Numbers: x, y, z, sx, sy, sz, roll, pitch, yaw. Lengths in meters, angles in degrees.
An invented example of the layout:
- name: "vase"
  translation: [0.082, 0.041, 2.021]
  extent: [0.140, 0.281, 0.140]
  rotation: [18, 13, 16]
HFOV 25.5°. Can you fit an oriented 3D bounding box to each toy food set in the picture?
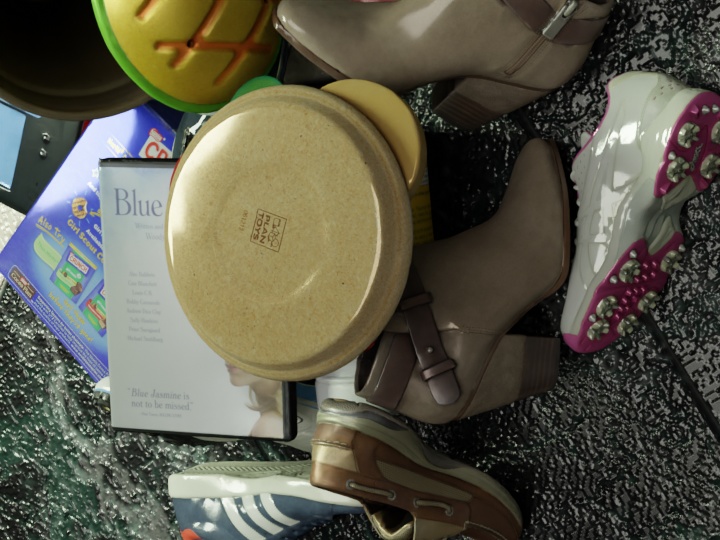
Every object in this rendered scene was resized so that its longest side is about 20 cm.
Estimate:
- name: "toy food set"
  translation: [-0.049, -0.028, 1.047]
  extent: [0.197, 0.049, 0.201]
  rotation: [2, 93, 30]

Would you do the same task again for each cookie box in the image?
- name: "cookie box"
  translation: [-0.166, -0.021, 1.246]
  extent: [0.171, 0.075, 0.200]
  rotation: [46, 115, 14]

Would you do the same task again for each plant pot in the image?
- name: "plant pot"
  translation: [-0.225, -0.233, 1.176]
  extent: [0.174, 0.199, 0.201]
  rotation: [47, 122, 57]

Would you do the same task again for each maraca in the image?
- name: "maraca"
  translation: [-0.125, -0.203, 1.071]
  extent: [0.107, 0.137, 0.201]
  rotation: [5, 127, 56]

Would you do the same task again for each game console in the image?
- name: "game console"
  translation: [-0.306, -0.151, 1.325]
  extent: [0.199, 0.031, 0.178]
  rotation: [26, 108, 22]

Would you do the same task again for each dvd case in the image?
- name: "dvd case"
  translation: [-0.115, 0.020, 1.129]
  extent: [0.142, 0.018, 0.201]
  rotation: [2, 101, 17]

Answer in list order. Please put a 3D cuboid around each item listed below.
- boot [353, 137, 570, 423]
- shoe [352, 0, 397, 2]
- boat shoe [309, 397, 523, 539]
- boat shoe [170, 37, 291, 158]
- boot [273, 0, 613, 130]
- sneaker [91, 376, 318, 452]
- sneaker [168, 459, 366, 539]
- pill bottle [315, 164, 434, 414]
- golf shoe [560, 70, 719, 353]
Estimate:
- name: "boot"
  translation: [0.064, 0.003, 1.081]
  extent: [0.145, 0.070, 0.201]
  rotation: [3, 79, -15]
- name: "shoe"
  translation: [-0.030, -0.229, 1.126]
  extent: [0.199, 0.072, 0.092]
  rotation: [10, 107, 1]
- name: "boat shoe"
  translation: [0.035, 0.159, 1.115]
  extent: [0.076, 0.200, 0.072]
  rotation: [-4, 59, 52]
- name: "boat shoe"
  translation: [-0.090, -0.122, 1.155]
  extent: [0.074, 0.062, 0.201]
  rotation: [21, 75, 1]
- name: "boot"
  translation: [0.062, -0.174, 1.056]
  extent: [0.146, 0.199, 0.071]
  rotation: [-45, 39, 35]
- name: "sneaker"
  translation: [-0.103, 0.096, 1.210]
  extent: [0.199, 0.072, 0.073]
  rotation: [6, 69, -2]
- name: "sneaker"
  translation: [-0.060, 0.193, 1.226]
  extent: [0.199, 0.075, 0.085]
  rotation: [-5, 93, 37]
- name: "pill bottle"
  translation: [0.000, 0.000, 1.144]
  extent: [0.110, 0.111, 0.201]
  rotation: [-3, 96, 27]
- name: "golf shoe"
  translation: [0.177, -0.042, 1.081]
  extent: [0.091, 0.075, 0.201]
  rotation: [39, 114, 39]
